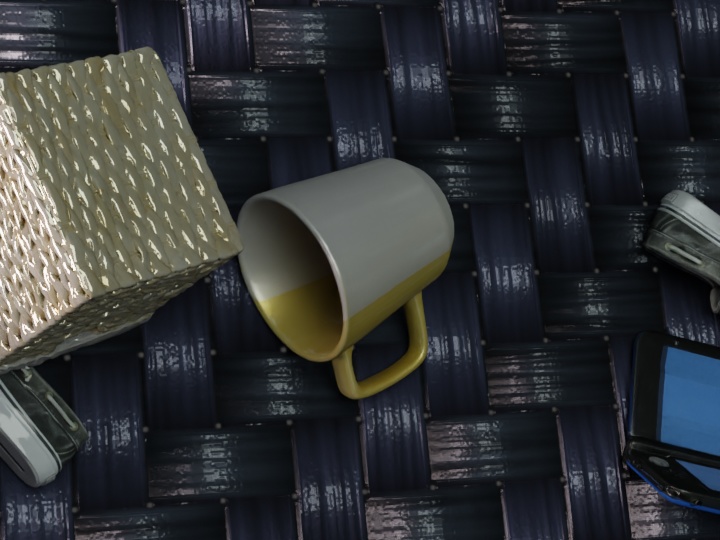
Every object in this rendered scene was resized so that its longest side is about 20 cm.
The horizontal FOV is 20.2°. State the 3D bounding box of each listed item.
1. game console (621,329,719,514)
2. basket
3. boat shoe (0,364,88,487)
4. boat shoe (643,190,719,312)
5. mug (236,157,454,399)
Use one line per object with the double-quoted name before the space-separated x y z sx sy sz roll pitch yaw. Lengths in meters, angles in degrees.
"game console" 0.346 0.147 1.802 0.198 0.171 0.119 13 99 -16
"basket" -0.230 -0.048 1.583 0.197 0.160 0.201 -19 83 -50
"boat shoe" -0.296 0.079 1.618 0.071 0.072 0.201 -42 103 -33
"boat shoe" 0.345 0.009 1.860 0.199 0.072 0.071 35 87 -4
"mug" -0.005 -0.009 1.721 0.152 0.188 0.149 -28 54 -32
